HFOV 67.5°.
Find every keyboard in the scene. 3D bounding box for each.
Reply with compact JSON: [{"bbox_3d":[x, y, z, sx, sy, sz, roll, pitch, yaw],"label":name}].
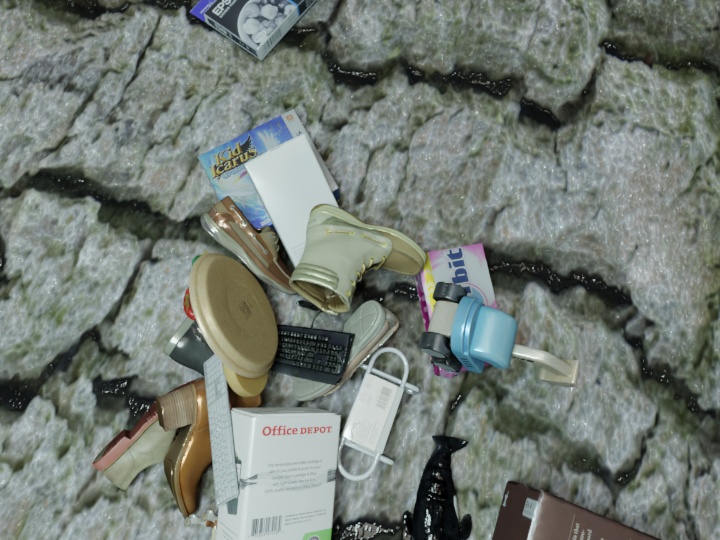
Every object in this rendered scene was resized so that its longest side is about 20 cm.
[{"bbox_3d":[-0.193,0.212,0.742,0.011,0.056,0.203,9,54,-37],"label":"keyboard"},{"bbox_3d":[-0.083,0.100,0.830,0.198,0.020,0.130,0,68,45],"label":"keyboard"}]

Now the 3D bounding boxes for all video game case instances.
[{"bbox_3d":[-0.163,-0.167,0.964,0.198,0.046,0.183,-28,75,-8],"label":"video game case"}]

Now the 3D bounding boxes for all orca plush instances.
[{"bbox_3d":[0.124,0.350,0.793,0.103,0.071,0.203,21,74,6],"label":"orca plush"}]

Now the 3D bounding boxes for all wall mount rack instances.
[{"bbox_3d":[-0.008,0.210,0.839,0.171,0.075,0.203,22,73,4],"label":"wall mount rack"}]

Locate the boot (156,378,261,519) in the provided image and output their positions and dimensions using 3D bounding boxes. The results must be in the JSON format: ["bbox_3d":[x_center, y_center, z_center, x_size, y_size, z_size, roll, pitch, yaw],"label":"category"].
[{"bbox_3d":[-0.222,0.263,0.826,0.153,0.076,0.205,-9,96,-32],"label":"boot"}]

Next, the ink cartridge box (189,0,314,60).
[{"bbox_3d":[-0.214,-0.547,1.080,0.198,0.043,0.199,35,77,11],"label":"ink cartridge box"}]

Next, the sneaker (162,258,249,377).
[{"bbox_3d":[-0.221,0.081,0.886,0.106,0.075,0.202,38,67,-10],"label":"sneaker"}]

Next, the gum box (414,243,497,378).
[{"bbox_3d":[0.161,0.068,0.880,0.111,0.066,0.204,-9,74,-3],"label":"gum box"}]

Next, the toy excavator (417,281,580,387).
[{"bbox_3d":[0.204,0.111,0.773,0.197,0.195,0.102,11,70,30],"label":"toy excavator"}]

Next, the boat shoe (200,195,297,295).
[{"bbox_3d":[-0.162,-0.038,0.865,0.072,0.076,0.200,-48,114,-3],"label":"boat shoe"}]

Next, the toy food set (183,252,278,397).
[{"bbox_3d":[-0.185,0.067,0.790,0.048,0.201,0.200,-26,31,16],"label":"toy food set"}]

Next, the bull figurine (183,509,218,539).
[{"bbox_3d":[-0.175,0.351,0.786,0.121,0.064,0.203,41,62,-32],"label":"bull figurine"}]

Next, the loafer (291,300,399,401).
[{"bbox_3d":[-0.020,0.132,0.811,0.200,0.062,0.072,-47,42,16],"label":"loafer"}]

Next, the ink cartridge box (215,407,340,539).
[{"bbox_3d":[-0.112,0.296,0.746,0.143,0.083,0.205,10,80,-37],"label":"ink cartridge box"}]

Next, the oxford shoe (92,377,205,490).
[{"bbox_3d":[-0.310,0.250,0.839,0.199,0.070,0.075,-40,104,-12],"label":"oxford shoe"}]

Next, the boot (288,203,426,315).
[{"bbox_3d":[0.000,0.000,0.804,0.197,0.072,0.157,22,50,-10],"label":"boot"}]

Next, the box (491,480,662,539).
[{"bbox_3d":[0.289,0.408,0.725,0.196,0.166,0.167,20,75,7],"label":"box"}]

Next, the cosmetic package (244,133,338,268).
[{"bbox_3d":[-0.099,-0.106,0.885,0.111,0.081,0.203,-26,101,-8],"label":"cosmetic package"}]
